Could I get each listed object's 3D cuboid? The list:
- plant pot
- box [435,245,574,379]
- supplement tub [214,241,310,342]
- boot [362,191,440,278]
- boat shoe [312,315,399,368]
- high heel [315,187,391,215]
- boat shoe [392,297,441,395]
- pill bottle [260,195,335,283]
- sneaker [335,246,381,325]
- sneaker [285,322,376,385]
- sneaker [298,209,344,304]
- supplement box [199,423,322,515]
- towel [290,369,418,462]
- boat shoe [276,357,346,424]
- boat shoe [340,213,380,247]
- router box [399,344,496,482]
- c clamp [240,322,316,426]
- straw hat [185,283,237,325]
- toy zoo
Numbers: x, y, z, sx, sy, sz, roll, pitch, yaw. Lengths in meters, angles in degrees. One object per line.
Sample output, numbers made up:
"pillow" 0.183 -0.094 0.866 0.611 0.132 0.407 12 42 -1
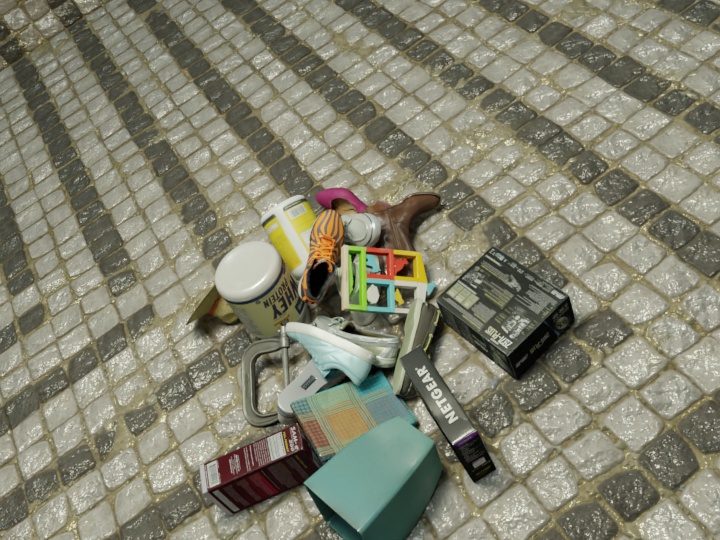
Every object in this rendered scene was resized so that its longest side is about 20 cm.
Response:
"plant pot" 0.036 0.357 1.311 0.141 0.142 0.200 29 61 38
"box" 0.270 0.075 1.462 0.164 0.086 0.200 -42 48 -12
"supplement tub" -0.197 0.052 1.616 0.144 0.201 0.146 -13 49 15
"boot" 0.112 -0.063 1.664 0.185 0.064 0.201 -16 58 -5
"boat shoe" -0.010 0.128 1.542 0.201 0.074 0.065 23 108 35
"high heel" -0.031 -0.132 1.777 0.198 0.068 0.096 11 48 27
"boat shoe" 0.110 0.148 1.487 0.060 0.072 0.203 21 61 -8
"pill bottle" -0.121 -0.051 1.673 0.111 0.112 0.201 -30 87 -1
"sneaker" 0.000 0.000 1.628 0.073 0.116 0.201 -11 48 18
"sneaker" -0.071 0.160 1.487 0.199 0.074 0.083 19 79 29
"sneaker" -0.069 -0.030 1.564 0.077 0.112 0.202 13 82 -10
"supplement box" -0.179 0.363 1.418 0.198 0.109 0.061 -24 47 4
"towel" -0.012 0.262 1.426 0.198 0.022 0.147 -15 42 -24
"boat shoe" -0.087 0.226 1.515 0.072 0.066 0.200 33 50 16
"boat shoe" -0.025 -0.084 1.677 0.066 0.074 0.200 -1 1 -25
"router box" 0.148 0.245 1.337 0.051 0.150 0.200 -32 47 -2
"c clamp" -0.170 0.208 1.556 0.169 0.027 0.202 -7 72 22
"straw hat" -0.291 0.065 1.723 0.085 0.201 0.202 37 68 -5
"toy zoo" 0.058 0.022 1.564 0.198 0.020 0.133 4 73 -19
